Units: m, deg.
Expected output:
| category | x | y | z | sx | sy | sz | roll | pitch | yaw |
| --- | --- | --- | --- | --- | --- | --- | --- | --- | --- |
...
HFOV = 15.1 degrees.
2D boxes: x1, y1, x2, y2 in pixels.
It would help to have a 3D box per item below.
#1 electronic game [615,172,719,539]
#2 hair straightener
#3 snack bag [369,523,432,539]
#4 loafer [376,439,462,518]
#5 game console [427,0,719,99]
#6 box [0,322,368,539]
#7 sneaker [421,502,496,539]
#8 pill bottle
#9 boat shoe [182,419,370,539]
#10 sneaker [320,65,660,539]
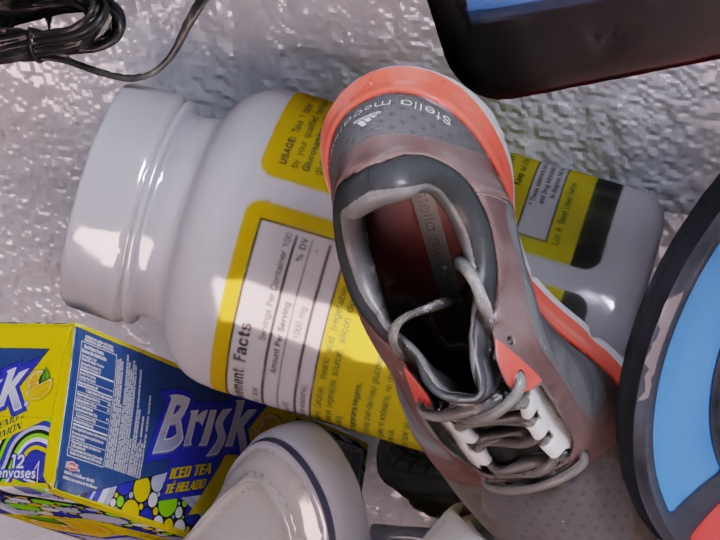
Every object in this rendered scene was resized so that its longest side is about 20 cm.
| category | x | y | z | sx | sy | sz | roll | pitch | yaw |
| --- | --- | --- | --- | --- | --- | --- | --- | --- | --- |
| electronic game | 0.167 | 0.016 | 0.894 | 0.042 | 0.200 | 0.200 | 41 | 157 | 45 |
| hair straightener | -0.136 | -0.097 | 0.983 | 0.200 | 0.041 | 0.077 | -4 | 121 | 17 |
| snack bag | 0.111 | 0.146 | 1.106 | 0.188 | 0.021 | 0.200 | 2 | 158 | 18 |
| loafer | 0.103 | 0.083 | 1.046 | 0.200 | 0.075 | 0.070 | 2 | 130 | 19 |
| game console | 0.068 | -0.138 | 0.761 | 0.119 | 0.172 | 0.200 | -20 | 107 | -2 |
| box | -0.079 | 0.074 | 1.047 | 0.070 | 0.064 | 0.200 | -1 | 163 | 33 |
| sneaker | 0.037 | 0.150 | 0.997 | 0.074 | 0.116 | 0.200 | 41 | 172 | 16 |
| pill bottle | 0.000 | 0.000 | 0.974 | 0.200 | 0.112 | 0.112 | 17 | 138 | 5 |
| boat shoe | -0.056 | 0.139 | 1.003 | 0.071 | 0.070 | 0.200 | 50 | 136 | 28 |
| sneaker | 0.036 | 0.036 | 0.869 | 0.077 | 0.082 | 0.200 | -22 | 114 | 19 |
